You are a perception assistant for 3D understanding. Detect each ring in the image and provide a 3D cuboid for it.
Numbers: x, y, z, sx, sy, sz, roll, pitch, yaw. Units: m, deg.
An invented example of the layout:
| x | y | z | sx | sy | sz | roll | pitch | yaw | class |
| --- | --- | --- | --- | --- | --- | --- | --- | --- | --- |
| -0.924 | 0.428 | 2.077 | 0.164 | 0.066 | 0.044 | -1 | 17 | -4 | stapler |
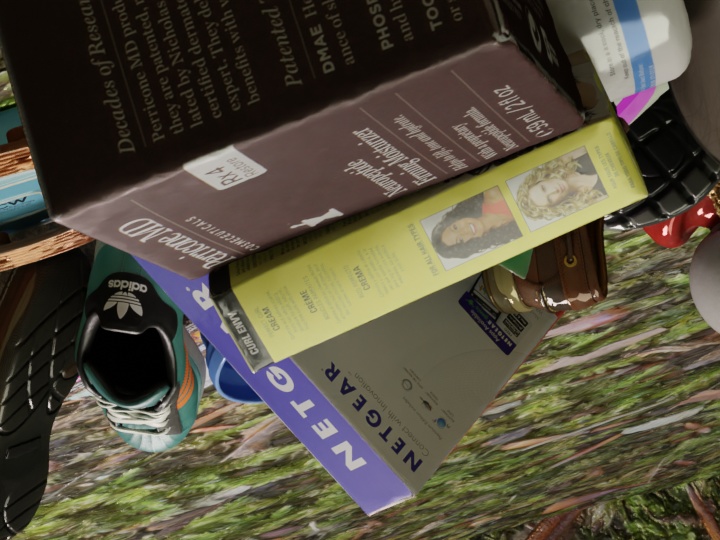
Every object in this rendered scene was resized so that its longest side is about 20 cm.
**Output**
| x | y | z | sx | sy | sz | roll | pitch | yaw | class |
| --- | --- | --- | --- | --- | --- | --- | --- | --- | --- |
| -0.186 | -0.037 | 1.292 | 0.200 | 0.019 | 0.200 | -17 | 166 | -5 | ring |

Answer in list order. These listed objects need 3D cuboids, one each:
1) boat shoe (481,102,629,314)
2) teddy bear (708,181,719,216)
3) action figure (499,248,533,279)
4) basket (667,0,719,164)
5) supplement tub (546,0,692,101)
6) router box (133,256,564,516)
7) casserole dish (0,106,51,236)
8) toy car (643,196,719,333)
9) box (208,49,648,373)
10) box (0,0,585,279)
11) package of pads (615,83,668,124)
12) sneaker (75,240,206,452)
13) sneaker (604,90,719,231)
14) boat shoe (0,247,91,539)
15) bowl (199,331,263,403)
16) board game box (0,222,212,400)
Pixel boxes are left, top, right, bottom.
| x | y | z | sx | sy | sz | roll | pitch | yaw | class |
| --- | --- | --- | --- | --- | --- | --- | --- | --- | --- |
| 0.114 | -0.074 | 1.319 | 0.067 | 0.201 | 0.072 | 3 | 173 | 26 | boat shoe |
| 0.313 | -0.104 | 1.632 | 0.145 | 0.067 | 0.200 | 29 | 104 | -31 | teddy bear |
| 0.076 | -0.100 | 1.265 | 0.118 | 0.200 | 0.055 | 24 | 167 | 13 | action figure |
| 0.211 | -0.160 | 1.217 | 0.136 | 0.181 | 0.200 | -4 | 160 | 11 | basket |
| 0.049 | -0.124 | 1.181 | 0.200 | 0.132 | 0.132 | -19 | 167 | 2 | supplement tub |
| 0.000 | 0.000 | 1.322 | 0.180 | 0.200 | 0.049 | -49 | -169 | -36 | router box |
| -0.223 | -0.042 | 1.346 | 0.200 | 0.039 | 0.121 | -19 | 167 | -3 | casserole dish |
| 0.294 | -0.025 | 1.751 | 0.177 | 0.200 | 0.184 | -22 | 167 | 15 | toy car |
| 0.027 | -0.028 | 1.118 | 0.200 | 0.050 | 0.075 | -25 | -151 | 7 | box |
| -0.034 | -0.115 | 1.029 | 0.200 | 0.165 | 0.166 | -22 | 166 | 13 | box |
| 0.080 | -0.091 | 1.486 | 0.154 | 0.068 | 0.200 | -13 | 165 | -24 | package of pads |
| -0.131 | 0.056 | 1.391 | 0.071 | 0.080 | 0.200 | 7 | 143 | 6 | sneaker |
| 0.222 | -0.100 | 1.558 | 0.200 | 0.075 | 0.079 | -43 | 176 | 13 | sneaker |
| -0.219 | 0.070 | 1.449 | 0.076 | 0.074 | 0.200 | -12 | 127 | -56 | boat shoe |
| -0.005 | 0.011 | 1.473 | 0.200 | 0.039 | 0.201 | -25 | 160 | -10 | bowl |
| -0.127 | 0.010 | 1.550 | 0.159 | 0.097 | 0.200 | -27 | 164 | 31 | board game box |
